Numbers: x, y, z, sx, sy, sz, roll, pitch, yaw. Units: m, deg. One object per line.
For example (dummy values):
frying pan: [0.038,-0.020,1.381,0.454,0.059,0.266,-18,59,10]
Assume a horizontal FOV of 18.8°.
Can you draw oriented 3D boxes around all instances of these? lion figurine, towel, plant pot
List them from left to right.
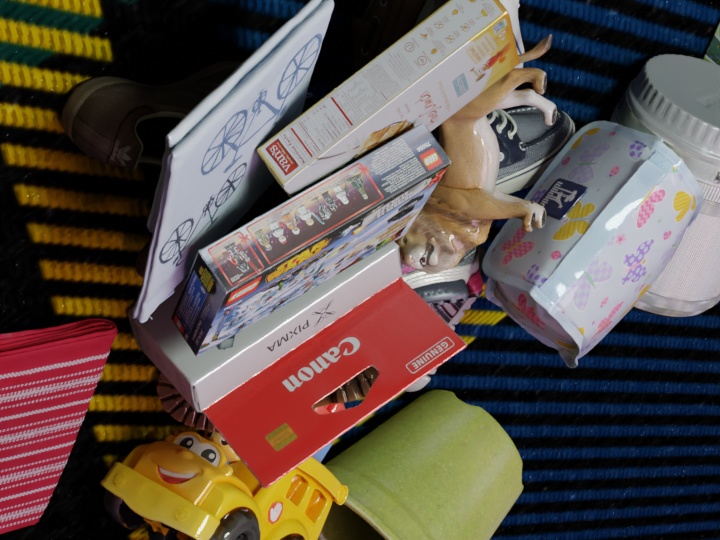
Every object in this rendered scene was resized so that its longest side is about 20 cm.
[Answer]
towel: [-0.267,0.124,1.640,0.144,0.022,0.201,-10,134,-48]
plant pot: [0.047,0.213,1.979,0.184,0.200,0.201,-42,149,-31]
lion figurine: [0.084,-0.092,1.690,0.072,0.121,0.202,-30,128,-68]

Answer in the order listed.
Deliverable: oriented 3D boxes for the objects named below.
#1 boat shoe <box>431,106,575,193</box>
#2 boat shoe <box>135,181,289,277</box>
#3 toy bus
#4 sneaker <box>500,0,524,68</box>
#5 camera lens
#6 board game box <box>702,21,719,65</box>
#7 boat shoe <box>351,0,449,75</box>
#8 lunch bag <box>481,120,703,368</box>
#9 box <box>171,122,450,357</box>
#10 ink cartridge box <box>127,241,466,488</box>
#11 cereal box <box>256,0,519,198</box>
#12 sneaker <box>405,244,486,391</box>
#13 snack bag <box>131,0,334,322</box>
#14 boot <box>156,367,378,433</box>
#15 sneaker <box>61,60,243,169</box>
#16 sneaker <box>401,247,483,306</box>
boat shoe: [0.101,-0.113,1.783,0.199,0.074,0.093,-29,135,-32]
boat shoe: [-0.090,-0.039,1.652,0.199,0.072,0.072,-31,176,-43]
toy bus: [-0.094,0.166,1.805,0.193,0.135,0.200,-58,147,-10]
sneaker: [0.102,-0.222,1.668,0.071,0.073,0.200,-39,147,-8]
camera lens: [0.283,-0.072,1.963,0.159,0.160,0.201,-11,132,-44]
board game box: [0.386,-0.163,2.002,0.064,0.147,0.201,-13,134,-46]
boat shoe: [0.029,-0.176,1.637,0.072,0.068,0.200,-32,164,-40]
lunch bag: [0.188,-0.026,1.785,0.170,0.127,0.200,-51,174,-4]
box: [-0.038,-0.021,1.579,0.199,0.040,0.137,-31,169,-23]
ink cartridge box: [-0.048,0.043,1.664,0.199,0.176,0.045,-34,147,-18]
cereal box: [0.023,-0.119,1.569,0.199,0.040,0.144,-38,169,1]
sneaker: [0.042,0.026,1.858,0.087,0.074,0.201,-14,136,-44]
snack bag: [-0.090,-0.078,1.500,0.189,0.021,0.201,-49,167,-35]
boot: [-0.064,0.082,1.763,0.198,0.076,0.107,-9,-174,1]
sneaker: [-0.116,-0.097,1.534,0.199,0.075,0.071,-11,133,-44]
sneaker: [0.000,0.000,1.774,0.198,0.081,0.075,-10,93,-20]
